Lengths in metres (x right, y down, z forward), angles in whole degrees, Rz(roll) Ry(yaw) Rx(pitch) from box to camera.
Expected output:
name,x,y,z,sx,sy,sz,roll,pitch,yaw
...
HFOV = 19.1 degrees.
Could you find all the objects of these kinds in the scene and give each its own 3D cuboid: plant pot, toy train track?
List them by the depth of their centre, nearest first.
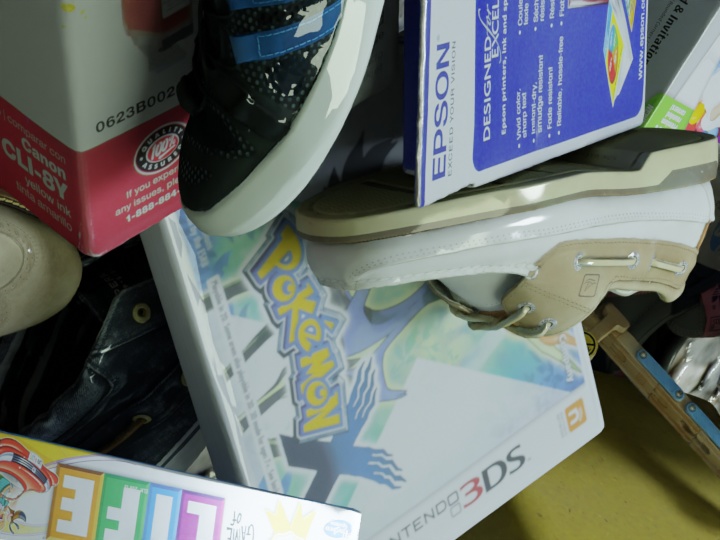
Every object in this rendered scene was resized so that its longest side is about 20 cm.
name,x,y,z,sx,sy,sz,roll,pitch,yaw
toy train track,0.120,0.051,0.992,0.033,0.200,0.115,-38,167,-17
plant pot,0.093,0.173,1.007,0.195,0.200,0.194,16,113,-28

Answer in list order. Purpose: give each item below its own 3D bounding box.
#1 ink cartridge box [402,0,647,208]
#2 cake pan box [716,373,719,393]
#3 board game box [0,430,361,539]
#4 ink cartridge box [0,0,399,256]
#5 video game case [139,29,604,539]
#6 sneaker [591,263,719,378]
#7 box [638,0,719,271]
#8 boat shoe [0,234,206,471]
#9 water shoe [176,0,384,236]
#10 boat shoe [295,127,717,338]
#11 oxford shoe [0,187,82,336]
name,x,y,z,sx,sy,sz,roll,pitch,yaw
ink cartridge box,0.051,-0.136,0.755,0.200,0.047,0.198,-20,115,-57
cake pan box,0.231,0.009,1.020,0.184,0.052,0.200,-69,156,-14
board game box,-0.119,0.082,0.719,0.200,0.134,0.034,17,74,-35
ink cartridge box,-0.062,-0.126,0.685,0.145,0.083,0.200,-32,143,-29
video game case,0.011,0.019,0.822,0.182,0.022,0.200,-32,118,-33
sneaker,0.167,-0.010,1.097,0.070,0.082,0.200,-7,127,-49
box,0.175,-0.104,0.973,0.200,0.041,0.156,-57,149,10
boat shoe,-0.064,0.000,0.820,0.200,0.071,0.091,-56,147,4
water shoe,-0.030,-0.105,0.625,0.079,0.072,0.200,13,116,-26
boat shoe,0.063,-0.008,0.798,0.200,0.075,0.069,-11,106,-38
oxford shoe,-0.161,0.016,0.706,0.200,0.075,0.071,-8,128,-49
